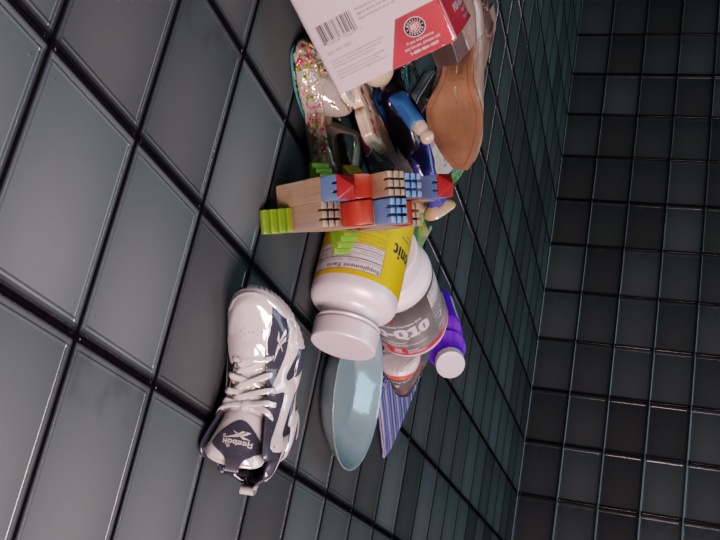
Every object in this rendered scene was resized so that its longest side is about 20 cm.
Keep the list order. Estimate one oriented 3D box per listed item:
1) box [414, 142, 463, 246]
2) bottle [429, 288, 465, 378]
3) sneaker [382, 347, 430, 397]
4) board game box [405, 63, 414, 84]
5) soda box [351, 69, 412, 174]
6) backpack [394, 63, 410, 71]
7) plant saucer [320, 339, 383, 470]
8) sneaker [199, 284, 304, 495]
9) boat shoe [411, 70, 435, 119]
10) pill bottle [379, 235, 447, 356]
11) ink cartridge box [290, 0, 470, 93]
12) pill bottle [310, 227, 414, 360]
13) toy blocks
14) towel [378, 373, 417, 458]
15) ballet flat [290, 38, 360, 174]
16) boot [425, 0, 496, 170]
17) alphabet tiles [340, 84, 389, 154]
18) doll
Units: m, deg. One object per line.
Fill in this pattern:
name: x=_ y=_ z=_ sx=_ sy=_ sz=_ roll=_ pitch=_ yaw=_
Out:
box: x=0.108 y=-0.145 z=1.454 sx=0.202 sy=0.036 sz=0.145 roll=-59 pitch=153 yaw=-16
bottle: x=0.133 y=0.105 z=1.525 sx=0.201 sy=0.064 sz=0.085 roll=-97 pitch=-172 yaw=-65
sneaker: x=0.077 y=0.112 z=1.444 sx=0.202 sy=0.075 sz=0.083 roll=-62 pitch=150 yaw=-45
board game box: x=0.037 y=-0.325 z=1.300 sx=0.201 sy=0.028 sz=0.138 roll=58 pitch=41 yaw=-60
soda box: x=0.038 y=-0.192 z=1.268 sx=0.201 sy=0.069 sz=0.064 roll=68 pitch=32 yaw=-53
backpack: x=0.036 y=-0.354 z=1.104 sx=0.203 sy=0.124 sz=0.168 roll=-86 pitch=157 yaw=-46
plant saucer: x=-0.017 y=0.159 z=1.238 sx=0.200 sy=0.038 sz=0.206 roll=5 pitch=90 yaw=-71
sneaker: x=-0.107 y=0.127 z=0.902 sx=0.130 sy=0.078 sz=0.203 roll=-69 pitch=166 yaw=-60
boat shoe: x=0.111 y=-0.259 z=1.486 sx=0.202 sy=0.055 sz=0.070 roll=-66 pitch=153 yaw=-44
pill bottle: x=0.052 y=0.027 z=1.295 sx=0.201 sy=0.111 sz=0.116 roll=63 pitch=36 yaw=-56
ink cartridge box: x=0.001 y=-0.304 z=0.926 sx=0.203 sy=0.144 sz=0.083 roll=61 pitch=30 yaw=-19
pill bottle: x=0.000 y=0.000 z=1.141 sx=0.112 sy=0.109 sz=0.204 roll=60 pitch=40 yaw=-59
toy blocks: x=0.009 y=-0.073 z=1.000 sx=0.197 sy=0.135 sz=0.103 roll=-4 pitch=89 yaw=-43
towel: x=0.060 y=0.178 z=1.503 sx=0.201 sy=0.023 sz=0.147 roll=-61 pitch=151 yaw=-47
ballet flat: x=-0.032 y=-0.171 z=1.079 sx=0.076 sy=0.062 sz=0.203 roll=-61 pitch=149 yaw=-49
boot: x=0.125 y=-0.241 z=1.079 sx=0.147 sy=0.069 sz=0.203 roll=-62 pitch=152 yaw=-42
alphabet tiles: x=-0.010 y=-0.237 z=1.077 sx=0.195 sy=0.014 sz=0.204 roll=7 pitch=65 yaw=-77
doll: x=0.054 y=-0.160 z=1.079 sx=0.203 sy=0.048 sz=0.137 roll=65 pitch=-7 yaw=-22
